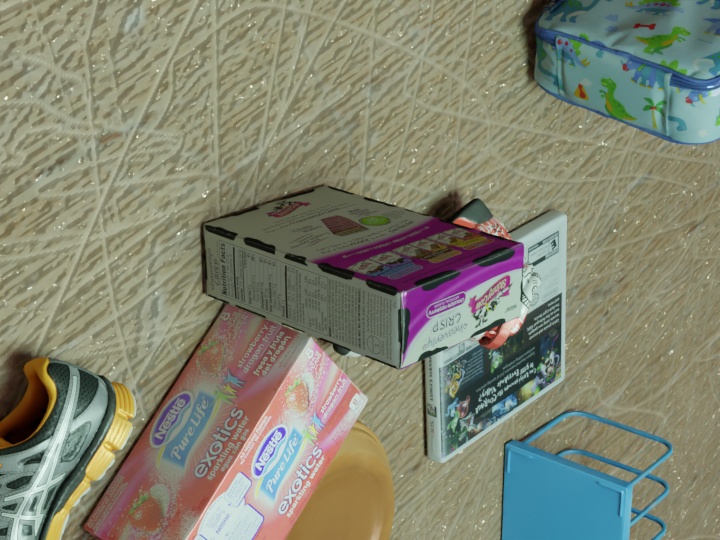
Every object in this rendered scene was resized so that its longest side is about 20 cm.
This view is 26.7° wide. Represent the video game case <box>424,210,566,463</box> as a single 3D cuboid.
[{"bbox_3d":[0.129,0.059,1.424,0.199,0.023,0.183,-28,124,-42],"label":"video game case"}]

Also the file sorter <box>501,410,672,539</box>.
[{"bbox_3d":[0.233,0.262,1.544,0.122,0.138,0.202,-26,124,-46],"label":"file sorter"}]

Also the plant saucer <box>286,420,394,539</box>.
[{"bbox_3d":[-0.035,0.222,1.282,0.199,0.037,0.202,-24,122,-44],"label":"plant saucer"}]

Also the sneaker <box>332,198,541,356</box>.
[{"bbox_3d":[0.073,0.034,1.272,0.108,0.067,0.201,48,56,-2],"label":"sneaker"}]

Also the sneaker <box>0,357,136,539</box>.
[{"bbox_3d":[-0.230,0.147,0.995,0.077,0.078,0.201,41,69,-36],"label":"sneaker"}]

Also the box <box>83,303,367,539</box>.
[{"bbox_3d":[-0.098,0.141,1.126,0.201,0.094,0.103,-59,140,-16],"label":"box"}]

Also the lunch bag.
[{"bbox_3d":[0.263,-0.199,1.336,0.160,0.199,0.083,-37,138,-33],"label":"lunch bag"}]

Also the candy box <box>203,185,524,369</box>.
[{"bbox_3d":[0.000,0.000,1.100,0.136,0.199,0.061,-20,119,-43],"label":"candy box"}]
